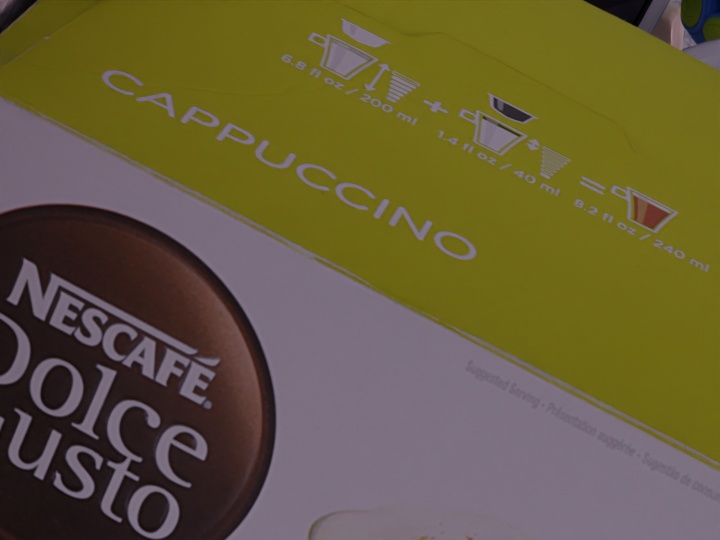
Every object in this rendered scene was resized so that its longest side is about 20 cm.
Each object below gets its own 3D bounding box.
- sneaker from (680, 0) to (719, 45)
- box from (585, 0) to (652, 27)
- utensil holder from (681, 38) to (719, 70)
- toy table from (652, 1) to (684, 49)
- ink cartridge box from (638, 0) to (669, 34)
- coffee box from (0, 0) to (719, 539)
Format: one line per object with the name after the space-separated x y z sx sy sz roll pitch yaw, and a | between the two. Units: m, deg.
0.183 -0.130 1.092 0.071 0.082 0.200 -60 177 27 | sneaker
0.056 -0.134 0.896 0.199 0.050 0.199 -18 144 -50 | box
0.169 0.013 1.046 0.171 0.169 0.200 -62 161 1 | utensil holder
0.082 -0.034 1.186 0.184 0.116 0.201 -57 151 -45 | toy table
0.094 -0.186 1.088 0.126 0.128 0.200 -63 177 31 | ink cartridge box
-0.005 0.045 0.629 0.199 0.199 0.200 -64 176 27 | coffee box
